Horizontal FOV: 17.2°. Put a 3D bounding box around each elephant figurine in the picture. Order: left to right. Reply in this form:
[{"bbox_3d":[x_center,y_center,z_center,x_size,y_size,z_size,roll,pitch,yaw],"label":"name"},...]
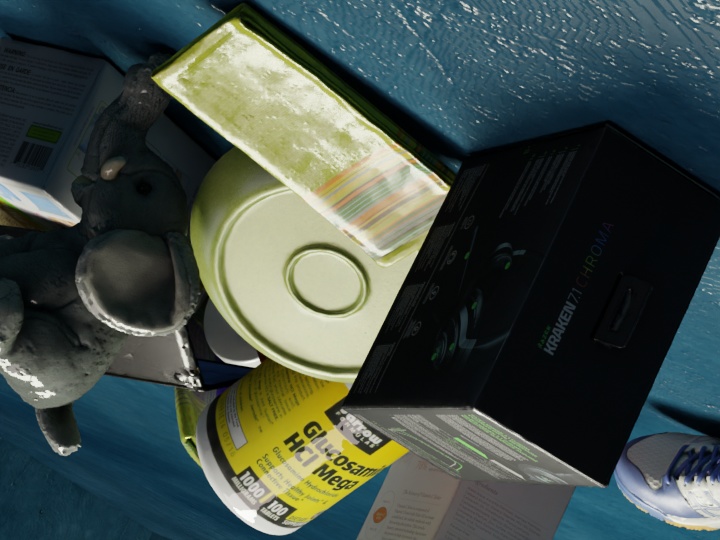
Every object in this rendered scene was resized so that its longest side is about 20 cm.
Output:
[{"bbox_3d":[-0.161,-0.011,1.541,0.142,0.199,0.155,59,180,32],"label":"elephant figurine"}]

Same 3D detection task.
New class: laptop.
[{"bbox_3d":[-0.176,0.023,1.734,0.176,0.104,0.201,7,132,24],"label":"laptop"}]

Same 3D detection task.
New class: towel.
[{"bbox_3d":[-0.116,0.068,1.920,0.023,0.202,0.144,-10,151,16],"label":"towel"},{"bbox_3d":[-0.025,-0.075,1.418,0.200,0.018,0.086,38,128,-26],"label":"towel"}]

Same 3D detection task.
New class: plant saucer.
[{"bbox_3d":[-0.018,0.000,1.527,0.198,0.031,0.201,8,127,11],"label":"plant saucer"}]

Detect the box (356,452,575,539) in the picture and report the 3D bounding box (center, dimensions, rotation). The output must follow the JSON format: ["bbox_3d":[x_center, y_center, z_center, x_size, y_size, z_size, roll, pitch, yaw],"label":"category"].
[{"bbox_3d":[0.089,0.170,1.850,0.097,0.201,0.124,31,167,-22],"label":"box"}]

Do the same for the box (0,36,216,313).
[{"bbox_3d":[-0.184,-0.065,1.696,0.112,0.102,0.200,15,163,37],"label":"box"}]

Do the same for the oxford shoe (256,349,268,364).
[{"bbox_3d":[-0.065,-0.006,1.730,0.070,0.073,0.201,-9,132,1],"label":"oxford shoe"}]

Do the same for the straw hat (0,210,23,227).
[{"bbox_3d":[-0.272,-0.064,1.755,0.084,0.203,0.201,-3,155,23],"label":"straw hat"}]

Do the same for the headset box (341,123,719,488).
[{"bbox_3d":[0.097,0.022,1.329,0.092,0.175,0.200,31,165,-18],"label":"headset box"}]

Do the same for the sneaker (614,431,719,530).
[{"bbox_3d":[0.274,0.146,1.725,0.198,0.076,0.088,12,150,27],"label":"sneaker"}]

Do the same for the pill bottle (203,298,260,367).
[{"bbox_3d":[-0.039,0.072,1.929,0.109,0.110,0.200,17,164,36],"label":"pill bottle"}]

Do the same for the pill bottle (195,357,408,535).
[{"bbox_3d":[-0.013,0.092,1.679,0.200,0.113,0.112,-38,126,27],"label":"pill bottle"}]
